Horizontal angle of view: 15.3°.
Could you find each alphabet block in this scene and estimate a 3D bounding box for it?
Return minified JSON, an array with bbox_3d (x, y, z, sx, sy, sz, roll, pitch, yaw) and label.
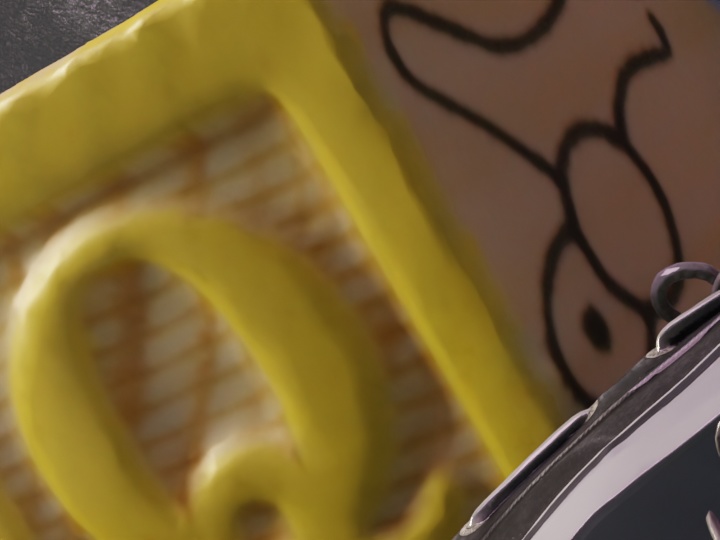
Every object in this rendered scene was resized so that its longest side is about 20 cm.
[{"bbox_3d":[0.000,0.000,0.759,0.196,0.196,0.200,-28,6,34],"label":"alphabet block"}]

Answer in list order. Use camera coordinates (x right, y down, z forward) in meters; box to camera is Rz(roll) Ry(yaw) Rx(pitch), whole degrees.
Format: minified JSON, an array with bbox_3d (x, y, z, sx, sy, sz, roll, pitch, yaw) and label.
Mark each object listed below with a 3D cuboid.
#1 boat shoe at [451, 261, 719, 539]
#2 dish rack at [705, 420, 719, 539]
[{"bbox_3d":[0.101,0.029,0.619,0.199,0.074,0.068,-42,25,-16],"label":"boat shoe"},{"bbox_3d":[0.087,0.024,0.337,0.154,0.054,0.200,-63,21,24],"label":"dish rack"}]
